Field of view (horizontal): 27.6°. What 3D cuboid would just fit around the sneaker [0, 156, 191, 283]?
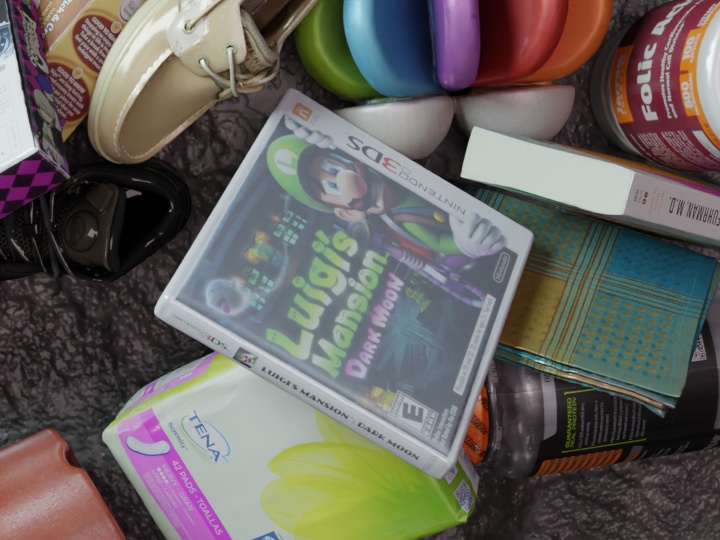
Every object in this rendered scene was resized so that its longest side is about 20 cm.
[{"bbox_3d":[-0.200,-0.027,0.886,0.198,0.114,0.077,-8,96,-8],"label":"sneaker"}]

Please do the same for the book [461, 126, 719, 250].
[{"bbox_3d":[0.180,-0.046,0.923,0.199,0.133,0.048,11,97,-41],"label":"book"}]

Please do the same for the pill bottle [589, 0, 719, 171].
[{"bbox_3d":[0.227,-0.120,0.934,0.114,0.200,0.115,-1,94,-13],"label":"pill bottle"}]

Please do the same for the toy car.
[{"bbox_3d":[0.061,-0.160,0.918,0.199,0.150,0.176,-7,96,-13],"label":"toy car"}]

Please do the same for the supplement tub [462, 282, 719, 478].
[{"bbox_3d":[0.146,0.069,0.970,0.199,0.123,0.123,-6,96,-13],"label":"supplement tub"}]

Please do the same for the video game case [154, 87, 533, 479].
[{"bbox_3d":[0.000,0.000,0.849,0.181,0.023,0.200,30,46,-5],"label":"video game case"}]

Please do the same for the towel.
[{"bbox_3d":[0.119,0.012,0.926,0.199,0.147,0.022,17,133,16],"label":"towel"}]

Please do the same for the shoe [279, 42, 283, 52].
[{"bbox_3d":[-0.080,-0.223,0.924,0.091,0.071,0.201,11,86,-13],"label":"shoe"}]

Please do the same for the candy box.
[{"bbox_3d":[-0.219,-0.110,0.869,0.200,0.117,0.056,-52,141,-5],"label":"candy box"}]

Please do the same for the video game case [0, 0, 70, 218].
[{"bbox_3d":[-0.262,-0.076,0.815,0.199,0.182,0.036,-29,143,12],"label":"video game case"}]

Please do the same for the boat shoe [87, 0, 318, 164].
[{"bbox_3d":[-0.079,-0.136,0.851,0.065,0.072,0.200,40,89,30],"label":"boat shoe"}]

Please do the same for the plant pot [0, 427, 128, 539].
[{"bbox_3d":[-0.231,0.204,0.866,0.195,0.201,0.201,-29,100,-18],"label":"plant pot"}]

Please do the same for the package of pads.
[{"bbox_3d":[-0.045,0.111,0.914,0.199,0.068,0.155,-25,102,23],"label":"package of pads"}]
